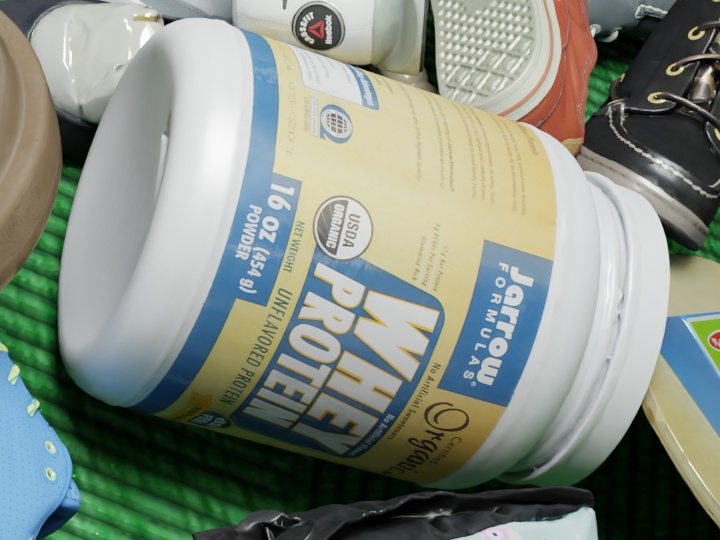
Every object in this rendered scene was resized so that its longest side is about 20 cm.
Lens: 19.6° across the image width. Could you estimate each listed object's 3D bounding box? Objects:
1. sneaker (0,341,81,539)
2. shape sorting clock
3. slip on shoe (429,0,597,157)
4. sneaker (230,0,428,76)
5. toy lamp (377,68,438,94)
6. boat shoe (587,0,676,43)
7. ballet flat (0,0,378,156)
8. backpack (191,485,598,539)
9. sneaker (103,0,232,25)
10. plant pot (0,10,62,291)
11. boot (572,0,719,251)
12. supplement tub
[{"bbox_3d":[-0.150,0.043,0.722,0.105,0.076,0.201,36,37,-34],"label":"sneaker"},{"bbox_3d":[0.176,0.075,0.839,0.200,0.039,0.201,34,34,-26],"label":"shape sorting clock"},{"bbox_3d":[0.070,-0.115,0.916,0.061,0.074,0.201,51,28,-34],"label":"slip on shoe"},{"bbox_3d":[-0.013,-0.142,0.852,0.088,0.074,0.200,3,26,2],"label":"sneaker"},{"bbox_3d":[0.002,-0.113,0.940,0.058,0.058,0.200,-18,66,-41],"label":"toy lamp"},{"bbox_3d":[0.103,-0.137,1.032,0.199,0.073,0.062,26,77,-18],"label":"boat shoe"},{"bbox_3d":[-0.078,-0.081,0.850,0.199,0.073,0.073,7,53,-29],"label":"ballet flat"},{"bbox_3d":[-0.001,0.139,0.685,0.199,0.167,0.127,-6,79,-40],"label":"backpack"},{"bbox_3d":[-0.094,-0.191,0.893,0.200,0.121,0.084,47,45,6],"label":"sneaker"},{"bbox_3d":[-0.203,-0.055,0.673,0.200,0.093,0.202,-3,47,3],"label":"plant pot"},{"bbox_3d":[0.160,-0.093,0.912,0.073,0.151,0.200,35,14,4],"label":"boot"},{"bbox_3d":[0.000,0.000,0.786,0.199,0.145,0.145,16,49,-21],"label":"supplement tub"}]
